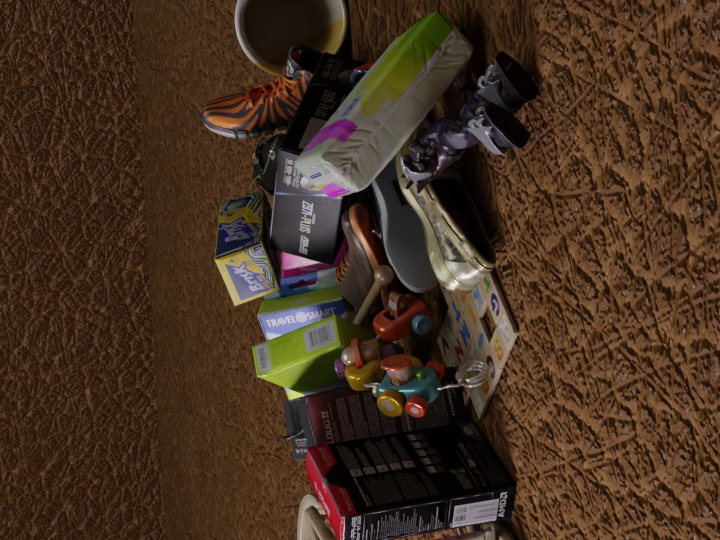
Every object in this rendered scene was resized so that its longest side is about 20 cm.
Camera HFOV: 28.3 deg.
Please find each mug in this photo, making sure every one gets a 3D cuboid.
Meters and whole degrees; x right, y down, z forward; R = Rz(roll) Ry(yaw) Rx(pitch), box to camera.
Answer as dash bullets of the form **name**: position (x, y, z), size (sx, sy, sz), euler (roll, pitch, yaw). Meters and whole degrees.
- **mug**: position (-0.102, -0.315, 1.939), size (0.153, 0.149, 0.187), euler (-152, 62, -79)

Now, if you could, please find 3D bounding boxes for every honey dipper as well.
- **honey dipper**: position (0.009, 0.044, 1.701), size (0.200, 0.038, 0.038), euler (120, 140, -62)

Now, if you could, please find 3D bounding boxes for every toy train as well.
- **toy train**: position (0.048, 0.082, 1.583), size (0.200, 0.150, 0.056), euler (40, 158, 56)

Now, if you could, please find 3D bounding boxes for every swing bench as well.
- **swing bench**: position (0.052, 0.307, 1.591), size (0.200, 0.198, 0.130), euler (-119, 27, -48)

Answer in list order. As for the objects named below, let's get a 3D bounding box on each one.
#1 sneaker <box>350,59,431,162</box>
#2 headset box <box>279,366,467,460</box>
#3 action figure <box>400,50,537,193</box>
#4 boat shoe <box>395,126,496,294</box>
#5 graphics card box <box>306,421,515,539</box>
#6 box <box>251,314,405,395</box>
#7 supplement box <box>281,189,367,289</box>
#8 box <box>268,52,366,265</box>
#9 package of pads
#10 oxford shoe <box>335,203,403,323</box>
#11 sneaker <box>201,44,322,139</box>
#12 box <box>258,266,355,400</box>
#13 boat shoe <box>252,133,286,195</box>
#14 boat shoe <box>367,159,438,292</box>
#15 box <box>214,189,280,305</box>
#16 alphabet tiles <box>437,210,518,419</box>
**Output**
- **sneaker**: position (0.038, -0.153, 1.633), size (0.075, 0.084, 0.201), euler (112, 146, -59)
- **headset box**: position (0.004, 0.170, 1.671), size (0.149, 0.199, 0.077), euler (149, 108, -74)
- **action figure**: position (0.100, -0.144, 1.419), size (0.200, 0.069, 0.130), euler (-23, 36, 62)
- **boat shoe**: position (0.095, -0.074, 1.522), size (0.063, 0.073, 0.200), euler (-41, 61, 42)
- **graphics card box**: position (0.053, 0.229, 1.551), size (0.126, 0.199, 0.051), euler (-125, 32, -54)
- **box**: position (-0.027, 0.115, 1.739), size (0.200, 0.122, 0.048), euler (30, -137, -58)
- **supplement box**: position (-0.048, -0.004, 1.902), size (0.101, 0.103, 0.201), euler (-72, -14, -61)
- **box**: position (-0.039, -0.137, 1.743), size (0.200, 0.086, 0.164), euler (-70, -7, -45)
- **package of pads**: position (0.023, -0.168, 1.503), size (0.068, 0.200, 0.154), euler (40, 172, -9)
- **oxford shoe**: position (0.000, 0.000, 1.730), size (0.200, 0.073, 0.071), euler (70, -165, -44)
- **sneaker**: position (-0.108, -0.236, 1.841), size (0.112, 0.199, 0.078), euler (89, 171, -50)
- **box**: position (-0.051, 0.101, 1.865), size (0.048, 0.122, 0.200), euler (-73, -33, -61)
- **boat shoe**: position (-0.113, -0.139, 1.852), size (0.072, 0.060, 0.201), euler (-61, -2, -11)
- **boat shoe**: position (0.046, -0.057, 1.669), size (0.068, 0.073, 0.200), euler (98, 152, -64)
- **box**: position (-0.141, -0.032, 1.808), size (0.200, 0.064, 0.070), euler (-99, -11, -68)
- **alphabet tiles**: position (0.121, 0.060, 1.585), size (0.200, 0.008, 0.168), euler (105, 152, -51)
